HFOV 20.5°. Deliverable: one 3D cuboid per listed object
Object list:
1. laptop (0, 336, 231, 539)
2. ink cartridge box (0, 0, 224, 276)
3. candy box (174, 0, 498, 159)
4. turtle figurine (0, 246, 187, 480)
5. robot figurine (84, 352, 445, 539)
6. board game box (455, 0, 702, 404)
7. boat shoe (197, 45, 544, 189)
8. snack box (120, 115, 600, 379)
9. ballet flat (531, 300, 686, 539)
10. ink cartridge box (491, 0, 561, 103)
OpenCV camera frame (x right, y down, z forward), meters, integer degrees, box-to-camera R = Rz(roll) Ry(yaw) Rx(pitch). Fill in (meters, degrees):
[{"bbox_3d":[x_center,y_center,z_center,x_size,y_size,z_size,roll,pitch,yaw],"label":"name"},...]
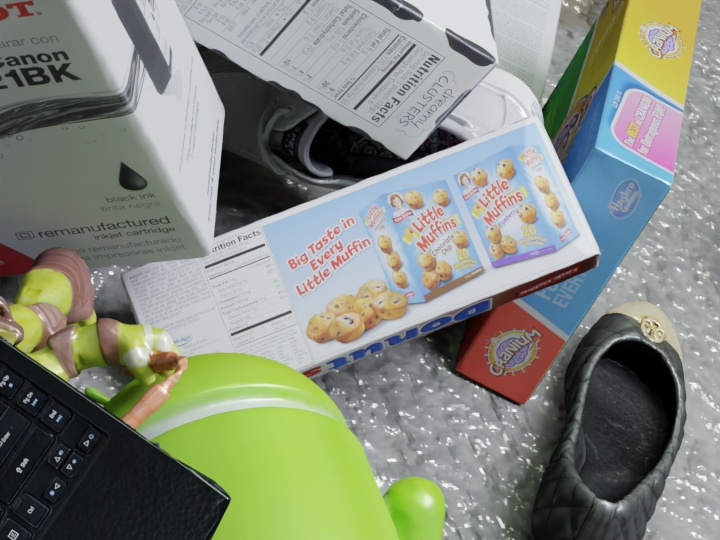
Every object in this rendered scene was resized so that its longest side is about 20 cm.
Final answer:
[{"bbox_3d":[-0.174,0.088,0.630,0.200,0.177,0.103,34,-6,5],"label":"laptop"},{"bbox_3d":[-0.150,-0.083,0.790,0.144,0.200,0.084,-5,58,11],"label":"ink cartridge box"},{"bbox_3d":[-0.040,-0.166,0.892,0.200,0.072,0.168,27,36,-25],"label":"candy box"},{"bbox_3d":[-0.160,0.041,0.758,0.161,0.200,0.064,-95,160,-71],"label":"turtle figurine"},{"bbox_3d":[-0.042,0.115,0.746,0.175,0.116,0.200,-1,46,-26],"label":"robot figurine"},{"bbox_3d":[0.113,-0.051,1.004,0.040,0.153,0.200,26,37,-5],"label":"board game box"},{"bbox_3d":[-0.013,-0.069,0.967,0.200,0.072,0.069,16,31,22],"label":"boat shoe"},{"bbox_3d":[0.000,0.000,0.878,0.200,0.024,0.072,-21,72,-5],"label":"snack box"},{"bbox_3d":[0.128,0.075,0.947,0.066,0.057,0.200,28,37,-3],"label":"ballet flat"},{"bbox_3d":[0.027,-0.127,1.123,0.162,0.050,0.200,25,39,-6],"label":"ink cartridge box"}]
